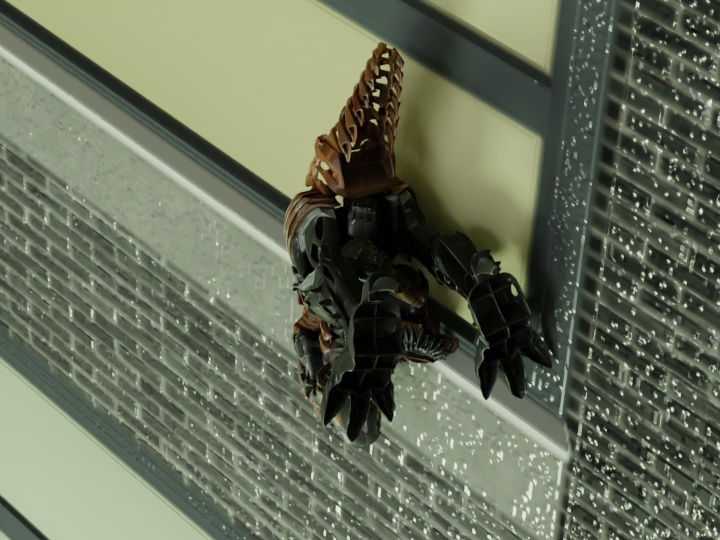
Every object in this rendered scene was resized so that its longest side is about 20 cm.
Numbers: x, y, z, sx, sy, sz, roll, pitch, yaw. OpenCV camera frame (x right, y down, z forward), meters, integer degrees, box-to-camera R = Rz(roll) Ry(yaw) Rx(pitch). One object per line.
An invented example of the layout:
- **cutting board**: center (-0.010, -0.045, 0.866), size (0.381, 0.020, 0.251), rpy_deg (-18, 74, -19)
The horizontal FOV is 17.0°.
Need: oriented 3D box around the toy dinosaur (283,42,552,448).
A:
- **toy dinosaur**: center (0.000, 0.000, 1.035), size (0.136, 0.102, 0.200), rpy_deg (53, 169, 46)
